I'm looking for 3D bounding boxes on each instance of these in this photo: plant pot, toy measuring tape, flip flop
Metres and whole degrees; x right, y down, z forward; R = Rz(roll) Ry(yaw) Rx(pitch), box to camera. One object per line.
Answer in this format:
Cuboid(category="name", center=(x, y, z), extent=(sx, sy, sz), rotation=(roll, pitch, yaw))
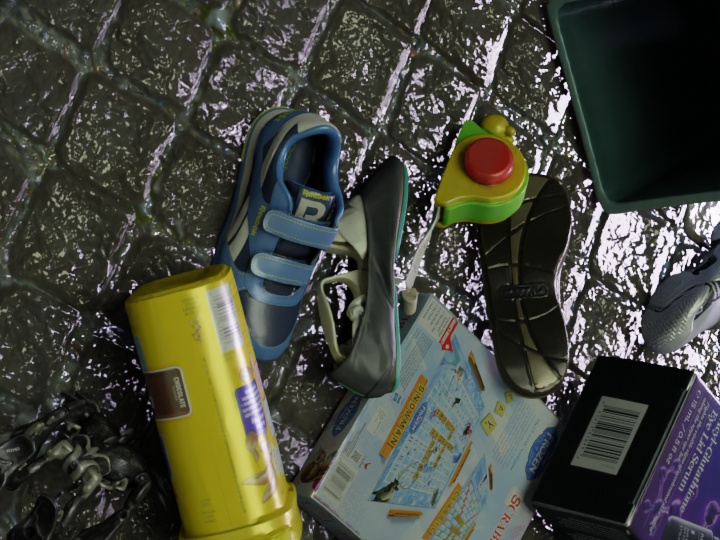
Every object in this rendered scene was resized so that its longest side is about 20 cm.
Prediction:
Cuboid(category="plant pot", center=(0.315, -0.179, 1.777), extent=(0.199, 0.195, 0.198), rotation=(-25, 103, -43))
Cuboid(category="toy measuring tape", center=(0.092, -0.044, 1.669), extent=(0.073, 0.073, 0.201), rotation=(39, 56, -27))
Cuboid(category="flip flop", center=(0.139, 0.013, 1.716), extent=(0.080, 0.058, 0.202), rotation=(-2, 70, -3))

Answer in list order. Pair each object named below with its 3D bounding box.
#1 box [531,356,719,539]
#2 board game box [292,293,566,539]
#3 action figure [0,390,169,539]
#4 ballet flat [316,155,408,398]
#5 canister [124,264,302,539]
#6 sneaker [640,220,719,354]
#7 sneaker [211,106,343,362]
Cuboid(category="box", center=(0.256, 0.190, 1.736), extent=(0.200, 0.104, 0.149), rotation=(45, 65, -41))
Cuboid(category="board game box", center=(0.063, 0.158, 1.675), extent=(0.199, 0.041, 0.201), rotation=(44, 65, -26))
Cuboid(category="action figure", center=(-0.212, 0.151, 1.451), extent=(0.119, 0.102, 0.200), rotation=(52, 17, 8))
Cuboid(category="ballet flat", center=(0.000, 0.000, 1.614), extent=(0.073, 0.073, 0.202), rotation=(15, 69, -33))
Cuboid(category="canister", center=(-0.108, 0.104, 1.497), extent=(0.086, 0.149, 0.202), rotation=(-14, 95, 0))
Cuboid(category="sneaker", center=(0.339, 0.033, 1.848), extent=(0.200, 0.075, 0.115), rotation=(-46, 110, -30))
Cuboid(category="sneaker", center=(-0.060, -0.029, 1.571), extent=(0.073, 0.082, 0.202), rotation=(11, 84, -35))
